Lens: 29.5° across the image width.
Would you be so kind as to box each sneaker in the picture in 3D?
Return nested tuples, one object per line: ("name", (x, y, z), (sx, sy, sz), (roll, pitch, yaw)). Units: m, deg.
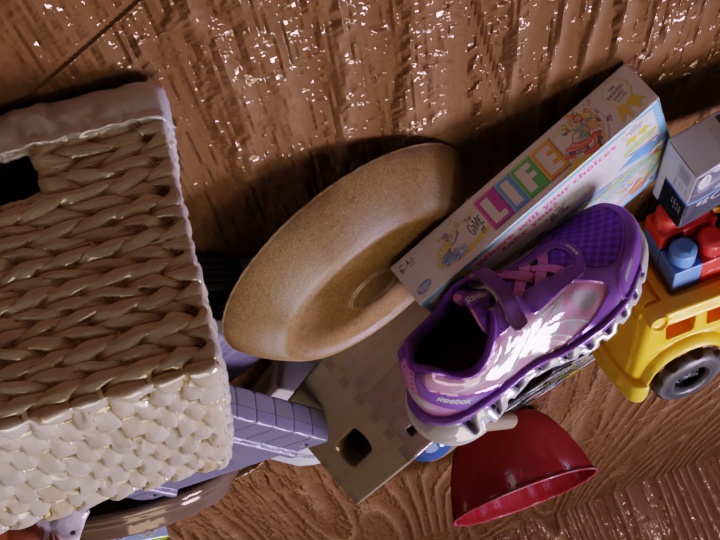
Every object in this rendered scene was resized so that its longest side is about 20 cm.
("sneaker", (0.101, 0.025, 0.886), (0.200, 0.081, 0.089), (-41, 140, -3))

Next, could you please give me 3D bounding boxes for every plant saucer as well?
("plant saucer", (0.000, 0.000, 0.910), (0.200, 0.035, 0.200), (-33, 158, -15))
("plant saucer", (-0.200, 0.197, 1.219), (0.199, 0.030, 0.200), (-11, -172, 2))

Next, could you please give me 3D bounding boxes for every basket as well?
("basket", (-0.173, 0.031, 0.719), (0.197, 0.161, 0.200), (-16, 159, -11))

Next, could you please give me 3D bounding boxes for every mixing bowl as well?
("mixing bowl", (0.196, 0.247, 1.779), (0.199, 0.109, 0.200), (-18, 160, -6))

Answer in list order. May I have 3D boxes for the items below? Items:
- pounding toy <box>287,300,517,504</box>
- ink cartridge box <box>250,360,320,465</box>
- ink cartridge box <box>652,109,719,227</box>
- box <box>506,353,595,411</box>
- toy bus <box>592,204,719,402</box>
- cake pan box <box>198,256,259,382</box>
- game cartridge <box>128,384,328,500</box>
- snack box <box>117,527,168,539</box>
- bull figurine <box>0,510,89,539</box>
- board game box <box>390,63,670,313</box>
("pounding toy", (0.056, 0.097, 1.099), (0.184, 0.142, 0.200), (-38, 173, -27))
("ink cartridge box", (-0.005, 0.141, 1.246), (0.199, 0.057, 0.163), (20, 149, -12))
("ink cartridge box", (0.300, -0.108, 0.953), (0.199, 0.039, 0.100), (-32, 161, -4))
("box", (0.179, 0.099, 1.400), (0.159, 0.049, 0.200), (-24, 167, -38))
("toy bus", (0.302, -0.002, 1.200), (0.199, 0.136, 0.192), (-19, 146, -11))
("cake pan box", (-0.156, 0.055, 0.974), (0.184, 0.053, 0.200), (-8, 158, -38))
("game cartridge", (-0.140, 0.134, 1.036), (0.199, 0.039, 0.129), (-22, 156, 33))
("snack box", (-0.324, 0.299, 1.449), (0.168, 0.068, 0.200), (-4, 154, -39))
("bull figurine", (-0.320, 0.199, 1.089), (0.199, 0.122, 0.065), (-20, 162, -1))
("board game box", (0.123, -0.040, 0.931), (0.200, 0.034, 0.134), (-41, 159, 5))
